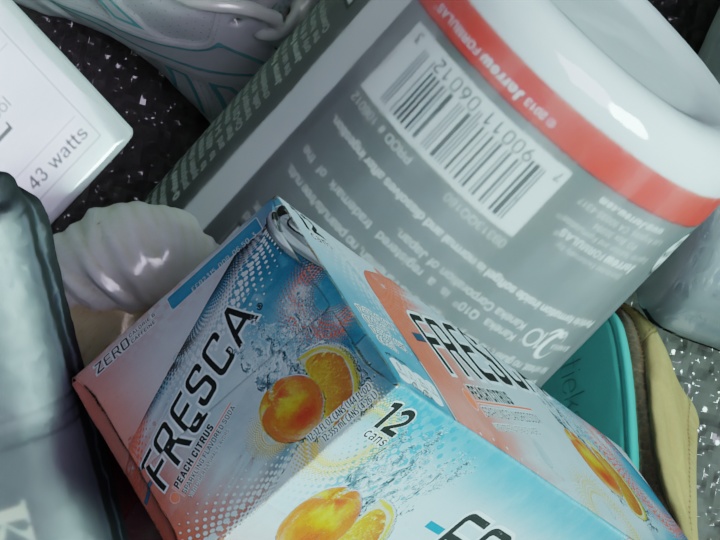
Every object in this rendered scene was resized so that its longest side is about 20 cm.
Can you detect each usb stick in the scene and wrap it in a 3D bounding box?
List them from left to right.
[{"bbox_3d":[-0.080,0.074,0.697,0.055,0.033,0.201,-18,110,-15],"label":"usb stick"}]

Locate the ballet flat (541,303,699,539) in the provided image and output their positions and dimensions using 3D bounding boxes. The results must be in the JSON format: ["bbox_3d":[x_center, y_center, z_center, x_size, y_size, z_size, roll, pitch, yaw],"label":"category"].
[{"bbox_3d":[0.080,0.096,0.865,0.063,0.068,0.201,48,34,-36],"label":"ballet flat"}]

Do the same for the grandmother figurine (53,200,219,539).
[{"bbox_3d":[-0.089,0.074,0.739,0.121,0.060,0.201,19,102,-52],"label":"grandmother figurine"}]

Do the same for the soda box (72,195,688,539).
[{"bbox_3d":[0.017,0.057,0.730,0.068,0.064,0.200,-41,146,9],"label":"soda box"}]

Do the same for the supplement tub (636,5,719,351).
[{"bbox_3d":[0.193,-0.011,0.897,0.199,0.123,0.123,18,84,-4],"label":"supplement tub"}]

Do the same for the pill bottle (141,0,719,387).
[{"bbox_3d":[0.000,0.000,0.806,0.116,0.116,0.200,36,110,-21],"label":"pill bottle"}]

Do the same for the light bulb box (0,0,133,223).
[{"bbox_3d":[-0.203,-0.037,0.745,0.198,0.125,0.200,-47,109,-14],"label":"light bulb box"}]

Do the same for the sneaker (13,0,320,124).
[{"bbox_3d":[-0.029,-0.075,0.847,0.200,0.080,0.071,25,80,-24],"label":"sneaker"}]
